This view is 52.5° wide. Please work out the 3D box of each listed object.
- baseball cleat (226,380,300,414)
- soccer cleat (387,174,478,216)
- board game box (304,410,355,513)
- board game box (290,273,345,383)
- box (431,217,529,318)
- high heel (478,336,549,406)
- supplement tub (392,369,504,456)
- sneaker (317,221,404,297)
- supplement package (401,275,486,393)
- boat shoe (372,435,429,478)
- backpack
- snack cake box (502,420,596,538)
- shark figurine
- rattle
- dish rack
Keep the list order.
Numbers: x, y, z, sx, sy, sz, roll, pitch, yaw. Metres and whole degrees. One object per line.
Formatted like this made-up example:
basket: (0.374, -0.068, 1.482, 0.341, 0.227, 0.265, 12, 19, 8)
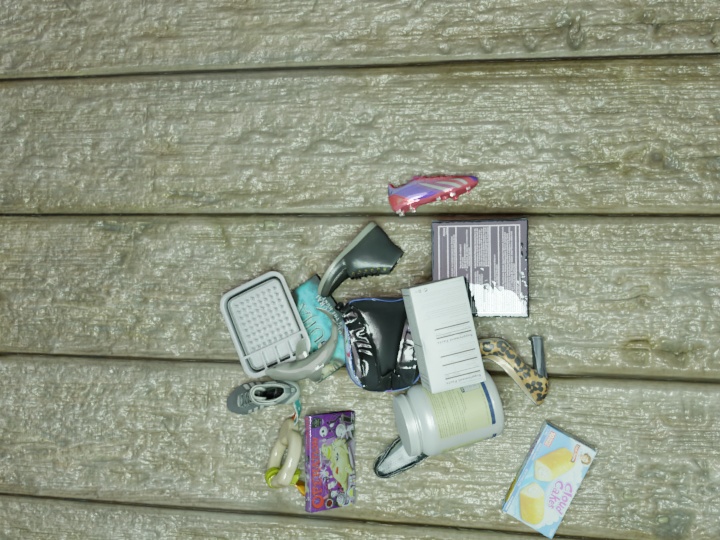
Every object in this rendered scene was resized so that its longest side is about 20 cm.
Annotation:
baseball cleat: (-0.230, 0.269, 1.583, 0.198, 0.106, 0.071, -19, 72, 25)
soccer cleat: (0.154, -0.180, 1.578, 0.198, 0.067, 0.077, -18, 80, 12)
board game box: (-0.065, 0.408, 1.569, 0.119, 0.032, 0.203, 1, 87, -32)
board game box: (-0.095, 0.129, 1.625, 0.135, 0.028, 0.201, -36, 81, 6)
box: (0.248, -0.004, 1.520, 0.196, 0.123, 0.203, 0, 88, 10)
high heel: (0.294, 0.215, 1.526, 0.197, 0.071, 0.145, -3, 81, 1)
supplement tub: (0.177, 0.291, 1.485, 0.198, 0.145, 0.147, -14, 85, -9)
sneaker: (0.000, 0.000, 1.582, 0.106, 0.075, 0.200, 40, 87, 9)
supplement package: (0.158, 0.121, 1.409, 0.108, 0.114, 0.203, -13, 90, -5)
boat shoe: (0.108, 0.380, 1.557, 0.198, 0.066, 0.075, -31, 81, 7)
backpack: (0.044, 0.158, 1.525, 0.197, 0.154, 0.193, -1, 78, -4)
snack cake box: (0.387, 0.428, 1.504, 0.114, 0.067, 0.202, 27, 93, 11)
shark figurine: (-0.087, 0.184, 1.524, 0.128, 0.090, 0.215, 32, 112, -27)
rattle: (-0.122, 0.388, 1.604, 0.141, 0.130, 0.202, 18, 59, -7)
dish rack: (-0.206, 0.119, 1.612, 0.170, 0.043, 0.202, -25, 84, 15)
